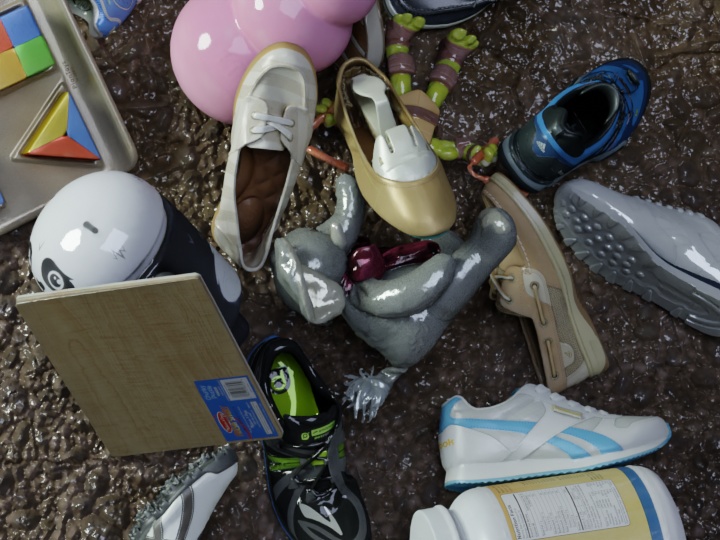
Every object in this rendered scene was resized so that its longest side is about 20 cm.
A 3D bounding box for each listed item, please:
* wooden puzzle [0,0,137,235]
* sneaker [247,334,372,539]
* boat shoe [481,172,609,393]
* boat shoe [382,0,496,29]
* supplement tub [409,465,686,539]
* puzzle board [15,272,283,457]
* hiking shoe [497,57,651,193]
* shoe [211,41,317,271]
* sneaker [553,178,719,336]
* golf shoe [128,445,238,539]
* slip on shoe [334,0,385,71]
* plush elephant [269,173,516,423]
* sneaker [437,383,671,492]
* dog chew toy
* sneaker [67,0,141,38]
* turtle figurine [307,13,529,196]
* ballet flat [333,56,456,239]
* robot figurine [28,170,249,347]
[{"bbox_3d":[-0.304,-0.126,1.687,0.200,0.046,0.186,-27,101,-14],"label":"wooden puzzle"},{"bbox_3d":[-0.045,0.147,1.674,0.071,0.083,0.200,-18,81,-14],"label":"sneaker"},{"bbox_3d":[0.142,0.014,1.720,0.064,0.071,0.200,-28,108,-4],"label":"boat shoe"},{"bbox_3d":[0.113,-0.268,1.814,0.199,0.062,0.075,-18,82,-12],"label":"boat shoe"},{"bbox_3d":[0.150,0.240,1.654,0.199,0.145,0.145,-7,78,-11],"label":"supplement tub"},{"bbox_3d":[-0.160,0.074,1.598,0.150,0.200,0.017,-8,48,16],"label":"puzzle board"},{"bbox_3d":[0.204,-0.132,1.759,0.074,0.087,0.200,51,48,-2],"label":"hiking shoe"},{"bbox_3d":[-0.075,-0.090,1.678,0.070,0.201,0.053,5,31,-17],"label":"shoe"},{"bbox_3d":[0.258,-0.025,1.784,0.200,0.076,0.081,34,62,-5],"label":"sneaker"},{"bbox_3d":[-0.150,0.232,1.643,0.094,0.078,0.200,40,85,-2],"label":"golf shoe"},{"bbox_3d":[-0.011,-0.253,1.772,0.060,0.076,0.200,-1,53,-34],"label":"slip on shoe"},{"bbox_3d":[0.000,0.000,1.674,0.155,0.165,0.200,37,82,-10],"label":"plush elephant"},{"bbox_3d":[0.163,0.134,1.719,0.199,0.077,0.081,-5,76,-13],"label":"sneaker"},{"bbox_3d":[-0.064,-0.206,1.698,0.124,0.200,0.125,33,39,-32],"label":"dog chew toy"},{"bbox_3d":[-0.276,-0.268,1.736,0.199,0.076,0.077,26,69,-2],"label":"sneaker"},{"bbox_3d":[0.056,-0.132,1.770,0.199,0.064,0.162,12,67,2],"label":"turtle figurine"},{"bbox_3d":[0.020,-0.102,1.643,0.068,0.063,0.200,-18,41,-13],"label":"ballet flat"},{"bbox_3d":[-0.176,0.011,1.637,0.150,0.200,0.125,-17,45,27],"label":"robot figurine"}]
